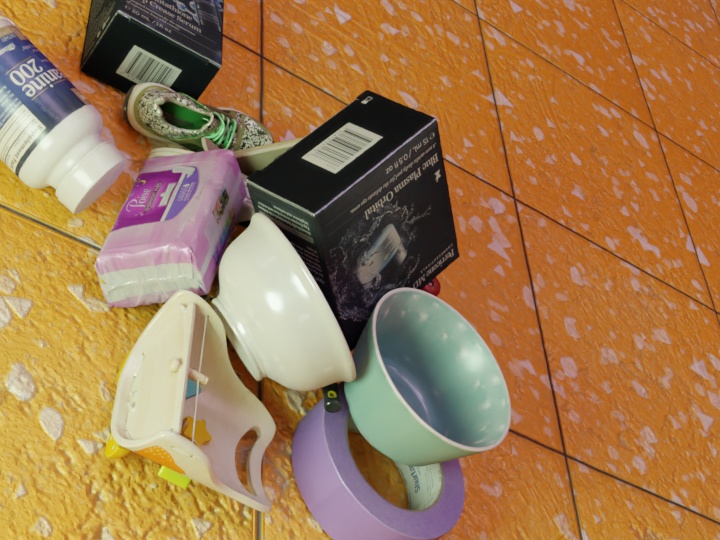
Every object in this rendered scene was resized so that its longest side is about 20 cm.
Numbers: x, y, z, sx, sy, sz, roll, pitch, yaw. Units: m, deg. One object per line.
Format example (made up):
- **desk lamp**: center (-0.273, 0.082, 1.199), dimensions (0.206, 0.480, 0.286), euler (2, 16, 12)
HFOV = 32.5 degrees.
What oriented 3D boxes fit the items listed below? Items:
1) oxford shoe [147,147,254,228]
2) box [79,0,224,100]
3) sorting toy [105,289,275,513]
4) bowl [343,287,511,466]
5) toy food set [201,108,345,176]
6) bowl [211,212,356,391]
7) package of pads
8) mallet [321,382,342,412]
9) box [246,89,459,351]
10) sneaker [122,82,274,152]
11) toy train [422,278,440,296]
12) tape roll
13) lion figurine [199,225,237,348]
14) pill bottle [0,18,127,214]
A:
- **oxford shoe**: center (-0.165, -0.088, 1.466), dimensions (0.198, 0.075, 0.058), euler (25, 75, -4)
- **box**: center (-0.261, -0.317, 1.575), dimensions (0.147, 0.107, 0.202), euler (24, 39, -27)
- **sorting toy**: center (-0.151, 0.156, 1.231), dimensions (0.179, 0.106, 0.202), euler (39, 29, -28)
- **bowl**: center (0.060, 0.132, 1.348), dimensions (0.199, 0.105, 0.203), euler (30, 37, -25)
- **toy food set**: center (-0.073, -0.138, 1.490), dimensions (0.143, 0.197, 0.061), euler (43, 43, -55)
- **bowl**: center (-0.093, 0.050, 1.278), dimensions (0.090, 0.201, 0.202), euler (-31, 76, -11)
- **package of pads**: center (-0.204, -0.047, 1.348), dimensions (0.201, 0.118, 0.076), euler (-78, 157, -51)
- **mallet**: center (-0.050, 0.098, 1.384), dimensions (0.065, 0.042, 0.201), euler (4, 26, -2)
- **box**: center (-0.002, -0.056, 1.379), dimensions (0.117, 0.202, 0.196), euler (27, 55, 38)
- **sneaker**: center (-0.187, -0.171, 1.507), dimensions (0.198, 0.078, 0.088), euler (13, 2, -31)
- **toy train**: center (0.000, 0.000, 1.567), dimensions (0.200, 0.085, 0.115), euler (49, 48, 4)
- **tape roll**: center (0.021, 0.220, 1.371), dimensions (0.198, 0.066, 0.202), euler (28, 39, -24)
- **lion figurine**: center (-0.140, 0.029, 1.396), dimensions (0.123, 0.072, 0.201), euler (56, 42, -32)
- **pill bottle**: center (-0.347, -0.161, 1.319), dimensions (0.200, 0.111, 0.111), euler (45, 34, -1)
